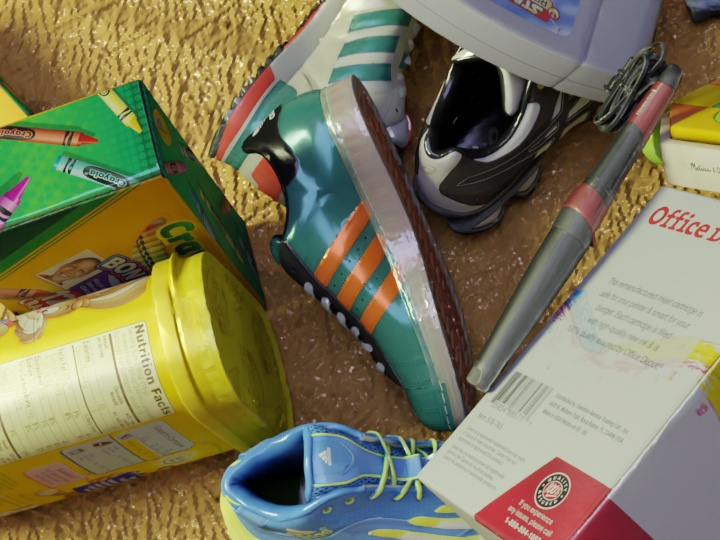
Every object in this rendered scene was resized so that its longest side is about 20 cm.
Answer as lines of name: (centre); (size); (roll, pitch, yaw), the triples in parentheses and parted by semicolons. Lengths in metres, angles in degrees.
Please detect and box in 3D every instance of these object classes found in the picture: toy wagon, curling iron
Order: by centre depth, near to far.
curling iron: (0.109, -0.026, 0.953); (0.026, 0.050, 0.200); (30, 79, -13)
toy wagon: (0.248, -0.088, 0.977); (0.200, 0.040, 0.155); (-27, 23, -28)

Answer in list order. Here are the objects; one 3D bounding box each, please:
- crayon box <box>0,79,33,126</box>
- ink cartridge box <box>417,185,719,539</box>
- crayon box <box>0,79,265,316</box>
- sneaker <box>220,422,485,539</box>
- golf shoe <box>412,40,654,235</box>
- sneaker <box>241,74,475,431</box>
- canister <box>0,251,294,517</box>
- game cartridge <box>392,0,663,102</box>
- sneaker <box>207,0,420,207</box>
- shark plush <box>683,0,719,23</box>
crayon box: (-0.290, -0.051, 1.118); (0.200, 0.058, 0.119); (-42, 69, -4)
ink cartridge box: (0.162, 0.084, 0.911); (0.145, 0.145, 0.200); (43, 84, -23)
crayon box: (-0.135, -0.018, 1.006); (0.118, 0.200, 0.058); (-19, 67, 6)
sneaker: (0.019, 0.118, 0.979); (0.199, 0.105, 0.076); (-7, 71, 10)
golf shoe: (0.100, -0.114, 1.046); (0.078, 0.095, 0.200); (30, 79, 21)
sneaker: (0.000, 0.000, 1.028); (0.080, 0.071, 0.201); (-22, 89, 13)
canister: (-0.152, 0.069, 1.010); (0.199, 0.149, 0.087); (-17, 69, 8)
game cartridge: (0.075, -0.177, 1.001); (0.200, 0.042, 0.133); (28, 56, -17)
sneaker: (0.004, -0.117, 1.091); (0.093, 0.070, 0.200); (39, 77, -2)
shark plush: (0.283, -0.185, 1.066); (0.200, 0.091, 0.083); (-35, 46, 21)
